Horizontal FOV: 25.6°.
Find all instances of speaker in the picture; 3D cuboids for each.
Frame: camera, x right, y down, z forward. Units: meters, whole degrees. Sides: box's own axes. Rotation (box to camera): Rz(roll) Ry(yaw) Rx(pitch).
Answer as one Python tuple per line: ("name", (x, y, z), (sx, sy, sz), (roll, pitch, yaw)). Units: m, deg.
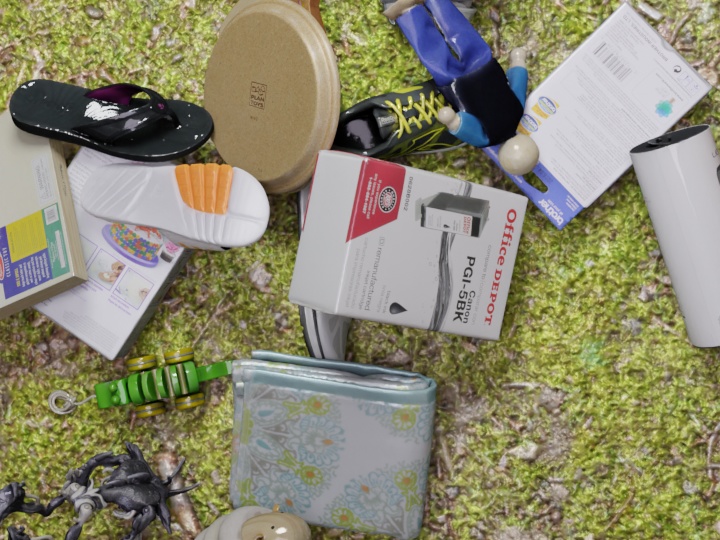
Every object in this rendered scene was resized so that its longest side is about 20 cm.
("speaker", (0.319, -0.033, 1.488), (0.081, 0.081, 0.201), (-19, 99, 6))

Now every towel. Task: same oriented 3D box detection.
("towel", (-0.031, 0.169, 1.539), (0.199, 0.048, 0.172), (8, 116, 7))

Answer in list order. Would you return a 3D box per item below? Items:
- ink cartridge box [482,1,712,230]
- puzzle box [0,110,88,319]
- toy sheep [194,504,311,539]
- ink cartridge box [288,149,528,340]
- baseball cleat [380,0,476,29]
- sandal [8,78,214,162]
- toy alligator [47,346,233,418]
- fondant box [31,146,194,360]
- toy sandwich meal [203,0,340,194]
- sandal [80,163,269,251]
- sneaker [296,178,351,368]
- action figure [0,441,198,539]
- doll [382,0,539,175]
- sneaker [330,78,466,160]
("ink cartridge box", (0.226, -0.148, 1.535), (0.200, 0.042, 0.119), (-44, 87, 2))
("puzzle box", (-0.344, -0.057, 1.559), (0.133, 0.025, 0.201), (-22, 68, 19))
("toy sheep", (-0.111, 0.303, 1.536), (0.138, 0.138, 0.200), (41, 119, 4))
("ink cartridge box", (0.048, -0.021, 1.478), (0.200, 0.083, 0.147), (10, 93, -36))
("baseball cleat", (0.113, -0.296, 1.542), (0.199, 0.070, 0.107), (-18, 104, 8))
("sandal", (-0.242, -0.150, 1.522), (0.200, 0.048, 0.076), (8, 57, 3))
("toy alligator", (-0.224, 0.118, 1.580), (0.199, 0.054, 0.059), (-12, 89, 6))
("fondant box", (-0.246, -0.032, 1.580), (0.144, 0.058, 0.200), (34, 95, 5))
("toy sandwich meal", (-0.075, -0.173, 1.520), (0.205, 0.070, 0.206), (6, 98, 44))
("sandal", (-0.170, -0.061, 1.519), (0.206, 0.059, 0.079), (11, 71, 26))
("sneaker", (0.000, 0.000, 1.543), (0.115, 0.076, 0.201), (-3, 88, 8))
("action figure", (-0.264, 0.238, 1.564), (0.200, 0.102, 0.119), (-9, 56, -31))
("doll", (0.109, -0.179, 1.490), (0.136, 0.048, 0.200), (-35, 93, -37))
("sneaker", (0.048, -0.142, 1.532), (0.200, 0.085, 0.075), (-22, 89, 6))
